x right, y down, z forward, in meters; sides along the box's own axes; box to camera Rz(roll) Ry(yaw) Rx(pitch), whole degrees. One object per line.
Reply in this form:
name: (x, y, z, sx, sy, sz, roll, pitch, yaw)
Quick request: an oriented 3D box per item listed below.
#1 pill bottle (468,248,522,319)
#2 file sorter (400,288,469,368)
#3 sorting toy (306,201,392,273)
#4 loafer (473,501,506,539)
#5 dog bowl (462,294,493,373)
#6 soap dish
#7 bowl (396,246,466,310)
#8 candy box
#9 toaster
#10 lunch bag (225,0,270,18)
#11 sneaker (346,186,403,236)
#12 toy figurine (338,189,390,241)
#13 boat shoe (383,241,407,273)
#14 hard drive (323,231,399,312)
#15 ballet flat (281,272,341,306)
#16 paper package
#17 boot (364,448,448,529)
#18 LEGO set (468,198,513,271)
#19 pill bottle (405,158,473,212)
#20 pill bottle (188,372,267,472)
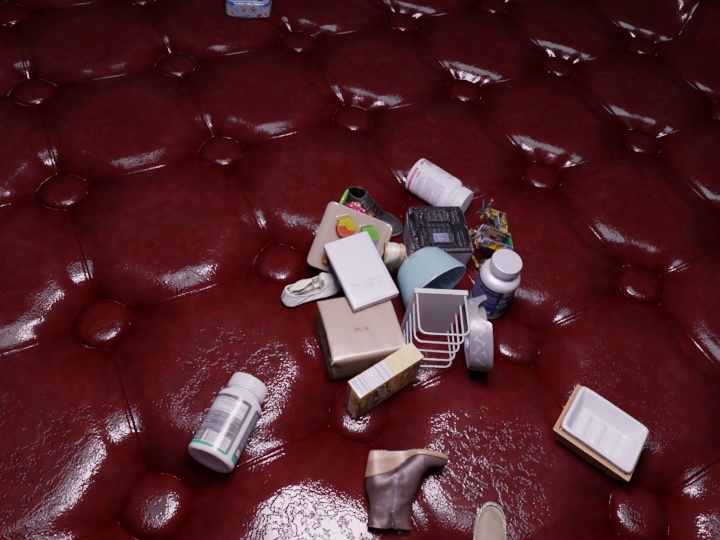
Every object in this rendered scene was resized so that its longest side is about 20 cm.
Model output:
pill bottle: (0.372, 0.036, 1.625, 0.109, 0.201, 0.112, 4, 52, -5)
file sorter: (0.189, 0.153, 1.515, 0.137, 0.201, 0.126, 3, 56, -5)
sorting toy: (-0.027, -0.071, 1.643, 0.198, 0.187, 0.036, 20, 8, -19)
loafer: (0.277, 0.593, 1.272, 0.075, 0.069, 0.202, 17, 53, 5)
dog bowl: (0.299, 0.164, 1.528, 0.058, 0.201, 0.202, -4, 52, 5)
soap dish: (0.585, 0.399, 1.456, 0.199, 0.082, 0.157, 33, 55, 17)
bowl: (0.177, 0.012, 1.607, 0.199, 0.202, 0.106, -26, 68, -25)
candy box: (0.056, 0.269, 1.456, 0.199, 0.116, 0.055, -28, 60, -26)
toaster: (0.217, -0.092, 1.751, 0.197, 0.119, 0.183, -2, 52, -10)
lunch bag: (-0.467, -1.117, 2.458, 0.197, 0.076, 0.162, 3, 50, -7)
sneaker: (0.040, -0.176, 1.797, 0.198, 0.107, 0.075, 20, 52, 7)
toy figurine: (0.008, -0.127, 1.721, 0.182, 0.200, 0.151, 28, 61, -2)
boat shoe: (0.098, -0.029, 1.643, 0.065, 0.200, 0.075, 1, 81, 4)
hard drive: (0.000, 0.000, 1.564, 0.130, 0.025, 0.202, -18, 65, -18)
ballet flat: (-0.124, 0.043, 1.634, 0.198, 0.070, 0.070, -20, 58, -22)
paper package: (-0.004, 0.164, 1.536, 0.197, 0.104, 0.192, -9, 55, -13)
boot: (0.107, 0.494, 1.340, 0.197, 0.073, 0.169, 2, 65, -8)
LEGO set: (0.362, -0.101, 1.758, 0.114, 0.154, 0.202, 16, 58, -18)
pill bottle: (0.251, -0.258, 1.885, 0.199, 0.114, 0.113, 36, 56, 18)
pill bottle: (-0.295, 0.343, 1.352, 0.112, 0.114, 0.201, 20, 52, 8)
